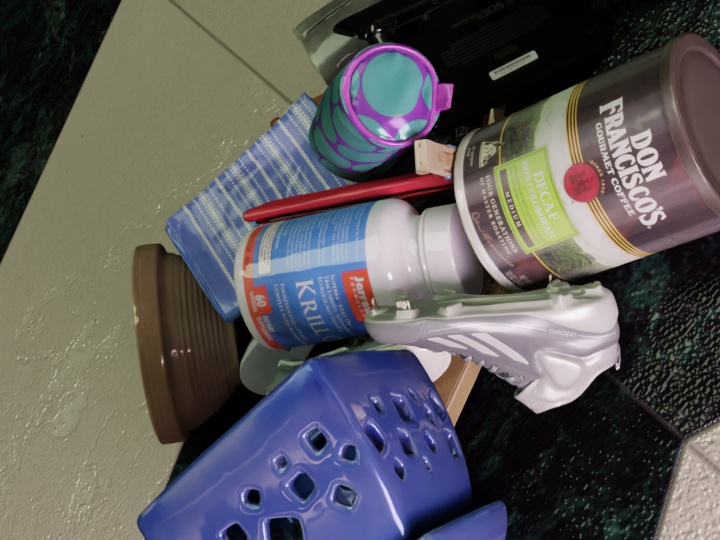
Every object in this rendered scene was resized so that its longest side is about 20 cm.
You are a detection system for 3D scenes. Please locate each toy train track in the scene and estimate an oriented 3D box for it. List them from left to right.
[{"bbox_3d":[0.089,-0.082,1.098,0.032,0.199,0.116,-7,83,30],"label":"toy train track"}]

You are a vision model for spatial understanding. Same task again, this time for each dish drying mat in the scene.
[{"bbox_3d":[-0.003,-0.067,1.172,0.198,0.077,0.018,-10,99,20],"label":"dish drying mat"}]

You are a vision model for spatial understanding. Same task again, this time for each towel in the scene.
[{"bbox_3d":[-0.090,-0.062,1.261,0.200,0.024,0.145,-42,56,8],"label":"towel"}]

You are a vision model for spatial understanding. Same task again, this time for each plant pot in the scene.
[{"bbox_3d":[-0.168,0.068,1.319,0.091,0.202,0.202,-8,48,-3],"label":"plant pot"},{"bbox_3d":[-0.013,0.191,0.996,0.200,0.200,0.180,-42,74,17],"label":"plant pot"}]

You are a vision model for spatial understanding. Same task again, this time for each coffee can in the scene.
[{"bbox_3d":[0.193,-0.077,1.020,0.199,0.146,0.148,-22,49,37],"label":"coffee can"}]

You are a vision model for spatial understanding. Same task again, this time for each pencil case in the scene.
[{"bbox_3d":[0.012,-0.131,1.117,0.200,0.091,0.086,156,122,-80],"label":"pencil case"}]

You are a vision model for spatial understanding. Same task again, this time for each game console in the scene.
[{"bbox_3d":[0.100,-0.222,1.231,0.198,0.117,0.177,-28,79,-12],"label":"game console"}]

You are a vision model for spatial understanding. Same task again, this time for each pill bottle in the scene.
[{"bbox_3d":[0.000,0.000,1.131,0.198,0.112,0.113,-11,54,24],"label":"pill bottle"}]

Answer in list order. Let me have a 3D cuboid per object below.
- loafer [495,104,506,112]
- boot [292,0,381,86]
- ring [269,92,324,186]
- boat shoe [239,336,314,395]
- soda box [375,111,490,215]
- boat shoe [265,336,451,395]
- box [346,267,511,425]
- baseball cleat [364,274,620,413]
[{"bbox_3d":[0.086,-0.211,1.299,0.063,0.071,0.202,-42,42,29],"label":"loafer"},{"bbox_3d":[0.013,-0.309,1.429,0.199,0.072,0.183,-38,42,16],"label":"boot"},{"bbox_3d":[-0.073,-0.119,1.347,0.199,0.019,0.201,-33,29,21],"label":"ring"},{"bbox_3d":[-0.051,0.030,1.264,0.200,0.073,0.066,-46,20,19],"label":"boat shoe"},{"bbox_3d":[0.048,-0.092,1.249,0.199,0.071,0.064,-24,43,35],"label":"soda box"},{"bbox_3d":[-0.006,0.081,1.148,0.199,0.073,0.062,-25,46,34],"label":"boat shoe"},{"bbox_3d":[0.045,0.076,1.173,0.163,0.021,0.202,15,76,52],"label":"box"},{"bbox_3d":[0.103,0.063,1.022,0.197,0.108,0.070,-5,14,14],"label":"baseball cleat"}]
